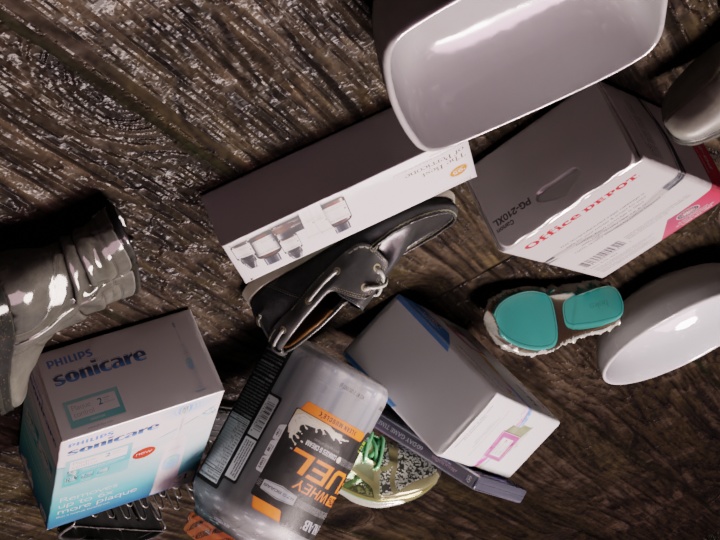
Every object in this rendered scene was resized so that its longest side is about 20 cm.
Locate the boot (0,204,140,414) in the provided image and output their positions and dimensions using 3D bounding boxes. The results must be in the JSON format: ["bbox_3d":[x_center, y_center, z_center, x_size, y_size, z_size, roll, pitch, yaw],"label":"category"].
[{"bbox_3d":[-0.221,0.033,1.318,0.130,0.068,0.200,-21,158,-18],"label":"boot"}]

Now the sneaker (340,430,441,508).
[{"bbox_3d":[-0.012,0.179,1.800,0.199,0.077,0.089,10,139,-7],"label":"sneaker"}]

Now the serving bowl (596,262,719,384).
[{"bbox_3d":[0.341,0.048,1.961,0.199,0.066,0.200,-22,159,-9],"label":"serving bowl"}]

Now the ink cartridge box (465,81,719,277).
[{"bbox_3d":[0.201,-0.073,1.512,0.145,0.085,0.200,-35,157,24],"label":"ink cartridge box"}]

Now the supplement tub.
[{"bbox_3d":[-0.070,0.167,1.607,0.201,0.122,0.123,-62,156,-4],"label":"supplement tub"}]

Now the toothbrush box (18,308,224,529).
[{"bbox_3d":[-0.209,0.130,1.540,0.146,0.086,0.200,-16,155,-22],"label":"toothbrush box"}]

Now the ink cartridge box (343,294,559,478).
[{"bbox_3d":[0.091,0.115,1.728,0.085,0.145,0.200,-47,155,6],"label":"ink cartridge box"}]

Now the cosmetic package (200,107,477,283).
[{"bbox_3d":[-0.014,-0.063,1.354,0.199,0.051,0.083,-25,159,1],"label":"cosmetic package"}]

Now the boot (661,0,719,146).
[{"bbox_3d":[0.299,-0.189,1.398,0.200,0.068,0.131,-39,151,14],"label":"boot"}]

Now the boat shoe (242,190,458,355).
[{"bbox_3d":[0.000,0.000,1.493,0.199,0.068,0.072,-31,156,11],"label":"boat shoe"}]

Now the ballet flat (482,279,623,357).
[{"bbox_3d":[0.183,0.051,1.807,0.199,0.072,0.072,-4,150,-41],"label":"ballet flat"}]

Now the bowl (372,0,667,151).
[{"bbox_3d":[0.098,-0.176,1.183,0.199,0.075,0.200,-25,159,0],"label":"bowl"}]

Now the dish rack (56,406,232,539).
[{"bbox_3d":[-0.192,0.197,1.752,0.200,0.055,0.153,-34,157,20],"label":"dish rack"}]

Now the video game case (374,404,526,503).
[{"bbox_3d":[0.061,0.169,1.790,0.019,0.200,0.143,-59,154,1],"label":"video game case"}]
